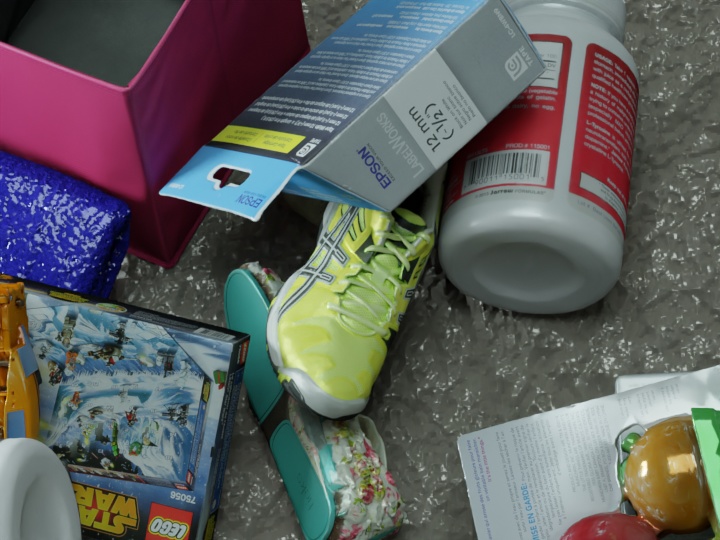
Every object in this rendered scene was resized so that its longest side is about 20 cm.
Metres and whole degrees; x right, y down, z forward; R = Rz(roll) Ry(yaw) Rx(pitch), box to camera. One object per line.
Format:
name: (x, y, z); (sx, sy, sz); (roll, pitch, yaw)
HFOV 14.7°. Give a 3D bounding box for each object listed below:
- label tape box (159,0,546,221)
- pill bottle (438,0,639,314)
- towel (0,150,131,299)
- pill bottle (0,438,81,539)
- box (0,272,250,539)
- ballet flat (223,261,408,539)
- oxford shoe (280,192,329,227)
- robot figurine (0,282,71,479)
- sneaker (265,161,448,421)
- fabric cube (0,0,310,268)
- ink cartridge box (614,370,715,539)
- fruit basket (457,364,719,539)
label tape box: (-0.006, -0.084, 1.651); (0.200, 0.066, 0.143); (-44, 23, -15)
pill bottle: (0.113, -0.083, 1.717); (0.112, 0.112, 0.200); (4, 59, 8)
towel: (-0.251, -0.007, 1.710); (0.200, 0.050, 0.148); (21, 94, 15)
pill bottle: (-0.264, 0.156, 1.537); (0.200, 0.112, 0.113); (-7, 57, 17)
box: (-0.174, 0.082, 1.643); (0.200, 0.040, 0.137); (14, 101, 13)
ballet flat: (-0.027, 0.084, 1.666); (0.064, 0.076, 0.200); (-1, 58, -32)
oxford shoe: (0.025, -0.101, 1.775); (0.200, 0.070, 0.075); (-42, 85, -15)
robot figurine: (-0.241, 0.107, 1.613); (0.145, 0.058, 0.200); (0, 98, 16)
sneaker: (0.000, 0.000, 1.644); (0.075, 0.076, 0.200); (27, 49, -14)
fabric cube: (-0.165, -0.159, 1.741); (0.196, 0.199, 0.200); (21, 63, 18)
ink cartridge box: (0.232, 0.156, 1.611); (0.160, 0.047, 0.200); (-3, 75, 4)
fruit basket: (0.169, 0.156, 1.558); (0.200, 0.094, 0.185); (-18, 72, 15)
